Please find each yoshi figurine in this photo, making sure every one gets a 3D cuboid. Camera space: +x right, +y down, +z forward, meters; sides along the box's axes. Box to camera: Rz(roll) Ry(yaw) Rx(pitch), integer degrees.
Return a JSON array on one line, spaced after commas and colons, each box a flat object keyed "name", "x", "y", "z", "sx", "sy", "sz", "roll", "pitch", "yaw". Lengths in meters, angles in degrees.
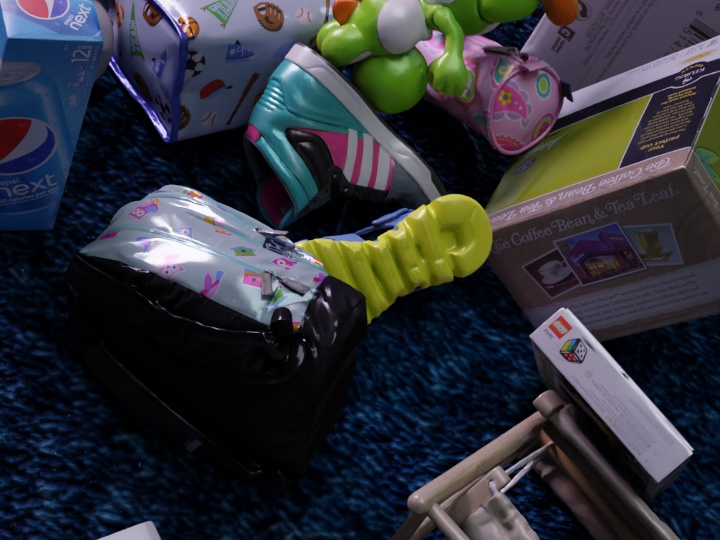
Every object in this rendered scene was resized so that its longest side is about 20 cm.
[{"name": "yoshi figurine", "x": 0.067, "y": -0.188, "z": 1.044, "sx": 0.200, "sy": 0.112, "sz": 0.112, "roll": -21, "pitch": 83, "yaw": -1}]

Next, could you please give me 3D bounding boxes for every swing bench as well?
[{"name": "swing bench", "x": 0.141, "y": 0.202, "z": 0.881, "sx": 0.200, "sy": 0.130, "sz": 0.199, "roll": -31, "pitch": 71, "yaw": -38}]

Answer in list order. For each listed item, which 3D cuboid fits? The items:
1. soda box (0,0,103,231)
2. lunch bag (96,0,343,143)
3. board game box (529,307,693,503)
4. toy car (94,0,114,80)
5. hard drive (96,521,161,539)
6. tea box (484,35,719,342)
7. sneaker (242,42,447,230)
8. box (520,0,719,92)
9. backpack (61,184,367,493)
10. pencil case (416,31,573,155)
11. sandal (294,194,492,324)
[{"name": "soda box", "x": -0.231, "y": -0.112, "z": 0.906, "sx": 0.064, "sy": 0.200, "sz": 0.068, "roll": -3, "pitch": 56, "yaw": -26}, {"name": "lunch bag", "x": -0.127, "y": -0.218, "z": 1.093, "sx": 0.170, "sy": 0.124, "sz": 0.200, "roll": -14, "pitch": 47, "yaw": -32}, {"name": "board game box", "x": 0.178, "y": 0.102, "z": 0.944, "sx": 0.035, "sy": 0.200, "sz": 0.126, "roll": -39, "pitch": 73, "yaw": -1}, {"name": "toy car", "x": -0.285, "y": -0.213, "z": 0.993, "sx": 0.175, "sy": 0.150, "sz": 0.200, "roll": 42, "pitch": 50, "yaw": 10}, {"name": "hard drive", "x": -0.142, "y": 0.259, "z": 0.780, "sx": 0.132, "sy": 0.026, "sz": 0.200, "roll": -16, "pitch": 63, "yaw": -33}, {"name": "tea box", "x": 0.226, "y": -0.061, "z": 1.052, "sx": 0.134, "sy": 0.200, "sz": 0.197, "roll": 53, "pitch": 46, "yaw": -20}, {"name": "sneaker", "x": -0.021, "y": -0.072, "z": 1.054, "sx": 0.121, "sy": 0.084, "sz": 0.200, "roll": -48, "pitch": 120, "yaw": -3}, {"name": "box", "x": 0.295, "y": -0.248, "z": 1.237, "sx": 0.200, "sy": 0.199, "sz": 0.171, "roll": 35, "pitch": 48, "yaw": 4}, {"name": "backpack", "x": -0.100, "y": 0.035, "z": 0.898, "sx": 0.200, "sy": 0.167, "sz": 0.127, "roll": 27, "pitch": 41, "yaw": 13}, {"name": "pencil case", "x": 0.085, "y": -0.171, "z": 1.123, "sx": 0.087, "sy": 0.088, "sz": 0.200, "roll": -13, "pitch": 33, "yaw": -31}, {"name": "sandal", "x": 0.000, "y": 0.000, "z": 1.014, "sx": 0.199, "sy": 0.087, "sz": 0.080, "roll": -17, "pitch": 96, "yaw": -15}]
